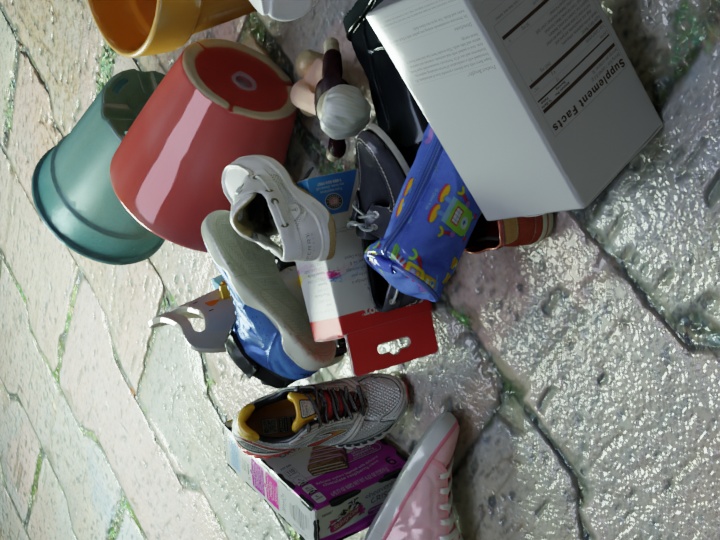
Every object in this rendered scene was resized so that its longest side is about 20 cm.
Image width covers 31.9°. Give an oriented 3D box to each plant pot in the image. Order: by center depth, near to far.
[{"bbox_3d":[-0.185,-0.344,1.383,0.199,0.182,0.203,24,121,50],"label":"plant pot"},{"bbox_3d":[-0.166,-0.151,1.441,0.201,0.199,0.178,54,131,29],"label":"plant pot"},{"bbox_3d":[-0.301,-0.143,1.639,0.196,0.199,0.202,-45,65,44],"label":"plant pot"}]

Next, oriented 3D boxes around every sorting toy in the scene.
[{"bbox_3d":[-0.147,0.054,1.476,0.199,0.178,0.108,18,117,51],"label":"sorting toy"}]

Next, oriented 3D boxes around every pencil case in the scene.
[{"bbox_3d":[0.074,-0.075,1.103,0.078,0.087,0.202,21,82,43],"label":"pencil case"}]

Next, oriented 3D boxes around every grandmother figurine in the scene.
[{"bbox_3d":[-0.031,-0.169,1.268,0.200,0.060,0.123,-124,20,-73],"label":"grandmother figurine"}]

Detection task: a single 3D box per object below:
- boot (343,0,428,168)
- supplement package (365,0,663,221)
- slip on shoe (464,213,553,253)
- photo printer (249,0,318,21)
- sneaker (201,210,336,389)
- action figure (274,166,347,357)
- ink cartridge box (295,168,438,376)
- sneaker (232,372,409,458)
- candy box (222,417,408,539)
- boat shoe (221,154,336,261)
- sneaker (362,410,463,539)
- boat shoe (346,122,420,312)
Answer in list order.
[{"bbox_3d":[0.059,-0.198,1.168,0.200,0.076,0.170,-40,66,59],"label":"boot"},{"bbox_3d":[0.122,-0.157,0.991,0.121,0.120,0.201,-5,123,56],"label":"supplement package"},{"bbox_3d":[0.095,-0.048,1.186,0.199,0.061,0.075,5,108,57],"label":"slip on shoe"},{"bbox_3d":[-0.100,-0.357,1.192,0.168,0.069,0.201,96,151,-41],"label":"photo printer"},{"bbox_3d":[-0.122,0.039,1.348,0.201,0.077,0.111,51,131,-6],"label":"sneaker"},{"bbox_3d":[-0.049,-0.009,1.379,0.119,0.101,0.202,-35,75,52],"label":"action figure"},{"bbox_3d":[0.000,0.000,1.294,0.067,0.115,0.203,-12,91,58],"label":"ink cartridge box"},{"bbox_3d":[-0.042,0.157,1.358,0.082,0.197,0.079,81,173,-74],"label":"sneaker"},{"bbox_3d":[-0.050,0.218,1.429,0.199,0.135,0.062,31,132,46],"label":"candy box"},{"bbox_3d":[-0.099,-0.063,1.251,0.200,0.069,0.072,35,131,51],"label":"boat shoe"},{"bbox_3d":[0.079,0.248,1.320,0.104,0.075,0.202,29,109,6],"label":"sneaker"},{"bbox_3d":[0.022,-0.043,1.202,0.073,0.062,0.202,41,154,49],"label":"boat shoe"}]
